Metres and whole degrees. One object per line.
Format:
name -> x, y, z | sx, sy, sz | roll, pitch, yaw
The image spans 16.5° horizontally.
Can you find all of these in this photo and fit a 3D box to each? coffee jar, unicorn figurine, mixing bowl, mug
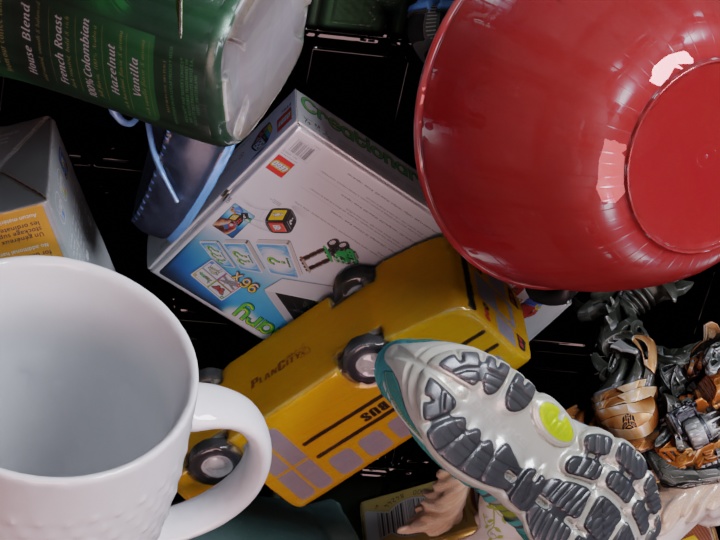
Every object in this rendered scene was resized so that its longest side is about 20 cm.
coffee jar -> -0.131, -0.129, 1.150 | 0.199, 0.104, 0.085 | 15, 137, 17
unicorn figurine -> 0.131, 0.150, 1.395 | 0.199, 0.074, 0.138 | 14, 123, -12
mixing bowl -> 0.138, -0.069, 1.209 | 0.200, 0.108, 0.201 | -12, 114, -28
mug -> -0.142, 0.103, 1.259 | 0.199, 0.148, 0.176 | -4, 138, -19

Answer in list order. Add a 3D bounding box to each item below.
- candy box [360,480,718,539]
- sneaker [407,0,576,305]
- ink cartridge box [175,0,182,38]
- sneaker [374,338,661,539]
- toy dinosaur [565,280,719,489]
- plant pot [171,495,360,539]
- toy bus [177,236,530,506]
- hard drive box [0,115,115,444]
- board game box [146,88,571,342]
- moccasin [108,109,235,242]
candy box -> 0.111, 0.168, 1.485 | 0.199, 0.057, 0.117 | -18, 127, 7
sneaker -> 0.080, -0.060, 1.274 | 0.071, 0.083, 0.200 | 4, 139, 37
ink cartridge box -> -0.045, -0.211, 1.071 | 0.075, 0.200, 0.148 | 1, 129, -7
sneaker -> 0.084, 0.097, 1.289 | 0.200, 0.080, 0.078 | 45, 78, -28
toy dinosaur -> 0.157, 0.067, 1.350 | 0.199, 0.136, 0.102 | 8, 132, 0
plant pot -> -0.050, 0.211, 1.430 | 0.134, 0.200, 0.201 | -23, 129, -9
toy bus -> -0.012, 0.062, 1.337 | 0.200, 0.065, 0.078 | -34, 126, 20
hard drive box -> -0.207, 0.033, 1.332 | 0.155, 0.077, 0.200 | -14, 129, 6
board game box -> 0.000, 0.000, 1.351 | 0.200, 0.035, 0.126 | 33, 120, -28
moccasin -> -0.083, -0.112, 1.239 | 0.068, 0.081, 0.200 | 18, 111, -13
